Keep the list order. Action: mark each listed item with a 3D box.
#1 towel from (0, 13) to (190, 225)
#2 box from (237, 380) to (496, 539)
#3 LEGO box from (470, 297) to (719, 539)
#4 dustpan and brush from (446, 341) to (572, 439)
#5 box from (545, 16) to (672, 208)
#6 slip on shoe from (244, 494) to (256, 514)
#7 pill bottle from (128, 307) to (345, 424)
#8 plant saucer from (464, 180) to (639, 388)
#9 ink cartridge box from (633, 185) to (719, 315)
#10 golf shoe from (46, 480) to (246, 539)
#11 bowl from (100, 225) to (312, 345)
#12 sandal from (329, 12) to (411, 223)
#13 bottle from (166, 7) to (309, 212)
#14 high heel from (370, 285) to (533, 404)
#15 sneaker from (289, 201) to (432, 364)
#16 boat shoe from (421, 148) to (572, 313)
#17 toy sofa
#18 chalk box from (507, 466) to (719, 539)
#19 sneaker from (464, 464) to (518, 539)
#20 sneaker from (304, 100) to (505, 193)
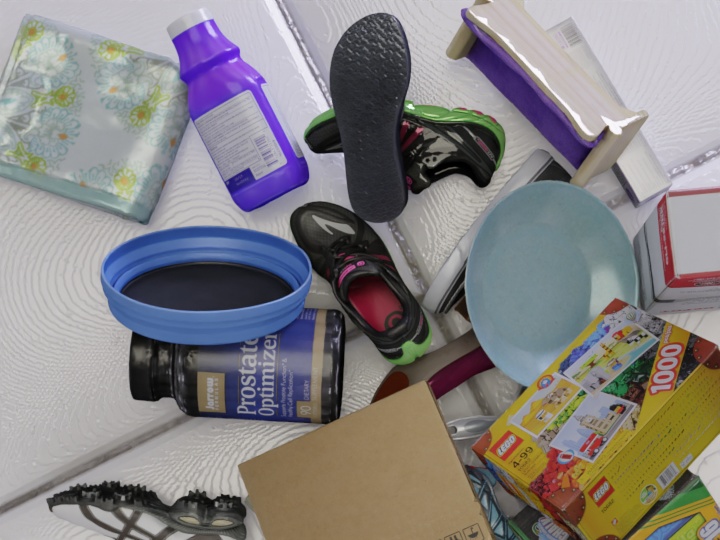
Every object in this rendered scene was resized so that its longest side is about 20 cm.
[{"bbox_3d":[-0.278,-0.154,1.462,0.200,0.048,0.172,19,84,4],"label":"towel"},{"bbox_3d":[0.004,0.214,1.336,0.200,0.021,0.164,-25,75,9],"label":"box"},{"bbox_3d":[0.223,0.137,1.299,0.200,0.149,0.077,-45,121,-10],"label":"LEGO box"},{"bbox_3d":[0.174,0.142,1.398,0.199,0.057,0.140,-9,81,0],"label":"dustpan and brush"},{"bbox_3d":[0.244,-0.159,1.450,0.041,0.039,0.200,-30,82,-1],"label":"box"},{"bbox_3d":[-0.020,0.263,1.385,0.200,0.074,0.061,39,82,11],"label":"slip on shoe"},{"bbox_3d":[-0.116,0.088,1.390,0.199,0.112,0.112,2,82,2],"label":"pill bottle"},{"bbox_3d":[0.176,0.016,1.379,0.201,0.039,0.202,1,88,-27],"label":"plant saucer"},{"bbox_3d":[0.342,-0.018,1.347,0.144,0.200,0.084,-5,78,1],"label":"ink cartridge box"},{"bbox_3d":[-0.209,0.255,1.388,0.199,0.078,0.095,6,95,13],"label":"golf shoe"},{"bbox_3d":[-0.145,0.013,1.370,0.200,0.201,0.039,4,115,2],"label":"bowl"},{"bbox_3d":[0.011,-0.146,1.373,0.076,0.043,0.201,5,110,11],"label":"sandal"},{"bbox_3d":[-0.127,-0.161,1.431,0.083,0.065,0.200,-27,92,20],"label":"bottle"},{"bbox_3d":[0.092,0.110,1.414,0.096,0.067,0.200,37,103,-29],"label":"high heel"},{"bbox_3d":[0.000,0.000,1.402,0.077,0.084,0.200,-40,65,-3],"label":"sneaker"},{"bbox_3d":[0.141,-0.027,1.425,0.066,0.070,0.200,38,77,8],"label":"boat shoe"},{"bbox_3d":[0.171,-0.176,1.400,0.097,0.083,0.200,-27,68,-41],"label":"toy sofa"},{"bbox_3d":[0.229,0.261,1.327,0.200,0.125,0.124,-40,120,-2],"label":"chalk box"},{"bbox_3d":[0.087,0.219,1.393,0.200,0.079,0.096,42,73,-1],"label":"sneaker"},{"bbox_3d":[0.042,-0.120,1.425,0.199,0.077,0.084,5,79,4],"label":"sneaker"}]
